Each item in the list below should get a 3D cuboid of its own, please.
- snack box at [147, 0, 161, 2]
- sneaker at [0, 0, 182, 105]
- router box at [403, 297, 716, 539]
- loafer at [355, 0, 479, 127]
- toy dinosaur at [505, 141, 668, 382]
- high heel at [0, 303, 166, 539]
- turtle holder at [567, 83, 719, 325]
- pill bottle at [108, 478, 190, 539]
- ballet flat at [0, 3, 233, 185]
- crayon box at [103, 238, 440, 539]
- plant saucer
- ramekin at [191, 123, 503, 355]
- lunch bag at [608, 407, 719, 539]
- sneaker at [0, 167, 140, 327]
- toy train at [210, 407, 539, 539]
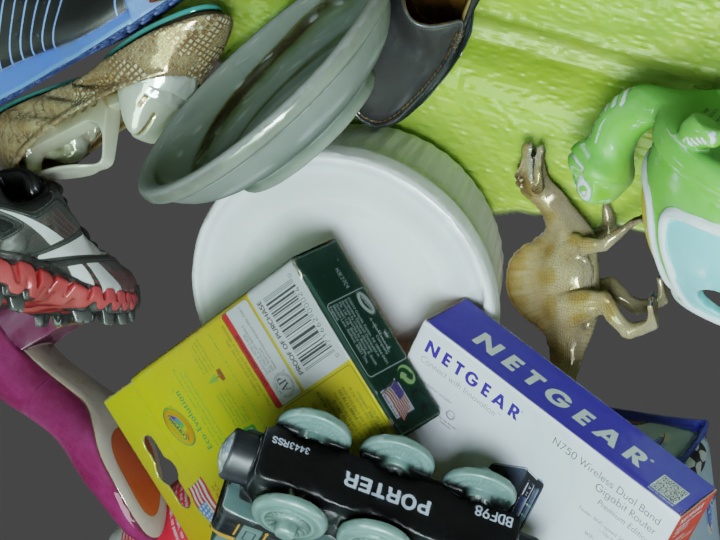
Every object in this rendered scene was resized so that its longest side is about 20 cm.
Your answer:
[{"bbox_3d":[-0.049,-0.258,1.576,0.199,0.068,0.169,-7,100,31],"label":"snack box"},{"bbox_3d":[-0.197,-0.167,1.707,0.200,0.070,0.078,-26,93,21],"label":"sneaker"},{"bbox_3d":[0.093,0.147,1.645,0.200,0.049,0.180,37,124,20],"label":"router box"},{"bbox_3d":[0.037,-0.165,1.632,0.073,0.072,0.200,26,121,2],"label":"loafer"},{"bbox_3d":[0.140,0.018,1.694,0.101,0.058,0.201,-4,89,18],"label":"toy dinosaur"},{"bbox_3d":[-0.202,0.109,1.823,0.096,0.067,0.200,-36,68,26],"label":"high heel"},{"bbox_3d":[0.219,-0.039,1.596,0.185,0.141,0.132,10,120,-5],"label":"turtle holder"},{"bbox_3d":[-0.072,0.171,1.816,0.200,0.112,0.112,-38,100,29],"label":"pill bottle"},{"bbox_3d":[-0.155,-0.102,1.724,0.200,0.070,0.066,-26,67,34],"label":"ballet flat"},{"bbox_3d":[-0.058,0.083,1.668,0.200,0.051,0.127,-34,85,38],"label":"crayon box"},{"bbox_3d":[-0.045,-0.100,1.612,0.200,0.200,0.050,-34,109,29],"label":"plant saucer"},{"bbox_3d":[0.000,0.000,1.716,0.202,0.094,0.203,7,118,14],"label":"ramekin"},{"bbox_3d":[0.130,0.175,1.746,0.199,0.124,0.171,4,119,30],"label":"lunch bag"},{"bbox_3d":[-0.205,-0.014,1.741,0.071,0.200,0.098,-4,81,29],"label":"sneaker"},{"bbox_3d":[0.004,0.149,1.588,0.199,0.085,0.114,20,148,-8],"label":"toy train"}]
